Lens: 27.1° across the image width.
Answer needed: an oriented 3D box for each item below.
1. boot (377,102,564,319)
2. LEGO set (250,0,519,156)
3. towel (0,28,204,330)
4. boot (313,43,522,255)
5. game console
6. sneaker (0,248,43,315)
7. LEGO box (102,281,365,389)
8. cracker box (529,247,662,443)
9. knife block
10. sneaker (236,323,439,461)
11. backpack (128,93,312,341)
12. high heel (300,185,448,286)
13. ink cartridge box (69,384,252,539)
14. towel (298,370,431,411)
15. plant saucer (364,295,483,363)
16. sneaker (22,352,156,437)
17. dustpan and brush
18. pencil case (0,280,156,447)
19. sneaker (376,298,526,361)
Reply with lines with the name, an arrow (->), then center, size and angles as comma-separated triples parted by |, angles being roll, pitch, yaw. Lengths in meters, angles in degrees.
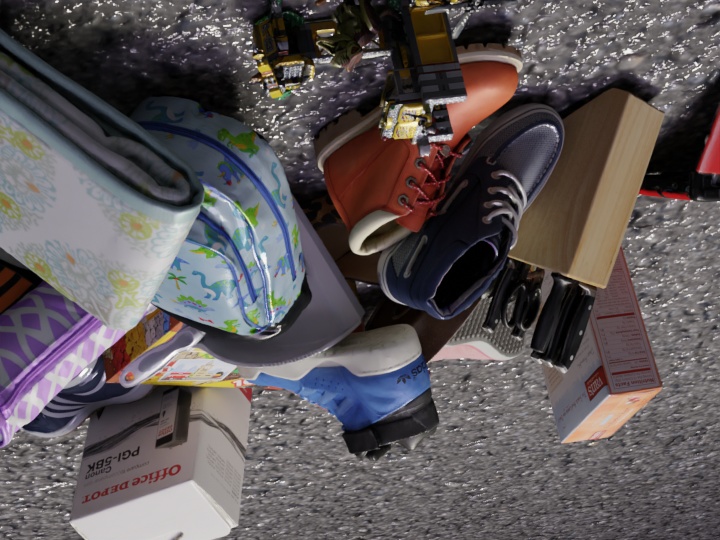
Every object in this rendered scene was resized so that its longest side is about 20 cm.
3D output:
boot -> 0.104, -0.043, 1.153 | 0.200, 0.090, 0.073 | -49, 117, -7
LEGO set -> 0.006, -0.144, 0.936 | 0.152, 0.117, 0.200 | -5, 157, -19
towel -> -0.204, -0.062, 0.975 | 0.199, 0.048, 0.171 | 38, 147, -1
boot -> 0.051, -0.088, 1.116 | 0.074, 0.108, 0.199 | 11, 147, -41
game console -> 0.359, -0.123, 1.313 | 0.198, 0.120, 0.172 | -2, -173, -22
sneaker -> -0.309, 0.027, 1.216 | 0.070, 0.091, 0.199 | -29, 153, 36
LEGO box -> -0.121, 0.046, 1.382 | 0.198, 0.078, 0.149 | 5, 152, -37
cracker box -> 0.206, 0.042, 1.383 | 0.057, 0.202, 0.134 | -5, 158, -15
knife block -> 0.178, -0.025, 1.221 | 0.199, 0.177, 0.064 | -33, 152, 29
sneaker -> -0.019, 0.111, 1.274 | 0.198, 0.112, 0.077 | -7, -163, 39
backpack -> -0.120, -0.038, 1.096 | 0.162, 0.154, 0.201 | 25, 139, 12
high heel -> 0.000, 0.000, 1.239 | 0.198, 0.143, 0.072 | -17, 132, -2
ink cartridge box -> -0.191, 0.170, 1.462 | 0.145, 0.201, 0.083 | -21, 129, 19
towel -> -0.017, 0.107, 1.554 | 0.143, 0.023, 0.200 | 28, 154, -5
plant saucer -> 0.056, 0.030, 1.351 | 0.032, 0.201, 0.200 | 39, 138, -12
sneaker -> -0.295, 0.105, 1.444 | 0.199, 0.071, 0.108 | -23, 150, 36
dustpan and brush -> -0.114, 0.038, 1.233 | 0.199, 0.140, 0.057 | -33, 179, 18
pencil case -> -0.240, 0.053, 1.190 | 0.085, 0.200, 0.084 | 11, 136, 44
sneaker -> 0.087, 0.057, 1.537 | 0.104, 0.076, 0.199 | -10, 170, 35
